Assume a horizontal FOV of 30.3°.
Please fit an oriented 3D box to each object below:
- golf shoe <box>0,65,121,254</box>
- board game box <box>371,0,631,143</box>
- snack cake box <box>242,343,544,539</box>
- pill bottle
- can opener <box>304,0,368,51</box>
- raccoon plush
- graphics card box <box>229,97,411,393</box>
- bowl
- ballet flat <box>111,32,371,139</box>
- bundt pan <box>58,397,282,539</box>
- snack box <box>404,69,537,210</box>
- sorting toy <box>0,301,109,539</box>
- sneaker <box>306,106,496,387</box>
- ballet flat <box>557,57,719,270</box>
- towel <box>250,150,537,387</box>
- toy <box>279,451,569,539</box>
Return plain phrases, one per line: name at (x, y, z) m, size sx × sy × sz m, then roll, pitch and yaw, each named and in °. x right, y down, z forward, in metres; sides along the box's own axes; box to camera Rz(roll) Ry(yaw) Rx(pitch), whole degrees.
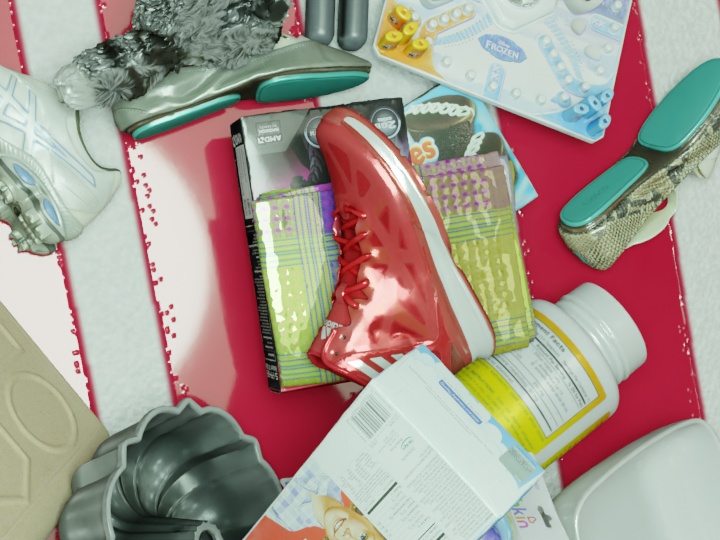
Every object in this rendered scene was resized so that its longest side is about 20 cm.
golf shoe at (-0.251, -0.113, 0.946) m, size 0.097 × 0.078 × 0.201 m, roll -39°, pitch 104°, yaw -30°
board game box at (0.125, -0.225, 1.043) m, size 0.199 × 0.026 × 0.201 m, roll 19°, pitch 72°, yaw -14°
snack cake box at (0.014, 0.159, 0.871) m, size 0.115 × 0.200 × 0.067 m, roll 46°, pitch 37°, yaw 11°
pill bottle at (0.118, 0.097, 1.009) m, size 0.200 × 0.109 × 0.110 m, roll -36°, pitch 97°, yaw -13°
can opener at (-0.012, -0.271, 1.005) m, size 0.053 × 0.067 × 0.202 m, roll 3°, pitch 87°, yaw -14°
raccoon plush at (-0.141, -0.211, 0.939) m, size 0.199 × 0.097 × 0.134 m, roll -20°, pitch 55°, yaw -15°
graphics card box at (-0.018, -0.019, 0.967) m, size 0.125 × 0.051 × 0.202 m, roll -8°, pitch 91°, yaw -15°
bowl at (0.219, 0.232, 1.026) m, size 0.199 × 0.074 × 0.201 m, roll -23°, pitch 96°, yaw -40°
ballet flat at (-0.089, -0.150, 0.983) m, size 0.199 × 0.067 × 0.064 m, roll -16°, pitch 86°, yaw -15°
bundt pan at (-0.132, 0.194, 0.916) m, size 0.202 × 0.075 × 0.203 m, roll 32°, pitch 50°, yaw -48°
snack box at (0.025, -0.053, 1.025) m, size 0.199 × 0.037 × 0.117 m, roll -34°, pitch 97°, yaw -13°
sorting toy at (-0.259, 0.087, 0.884) m, size 0.036 × 0.185 × 0.201 m, roll -31°, pitch 100°, yaw 18°
sneaker at (0.000, 0.000, 0.885) m, size 0.115 × 0.078 × 0.201 m, roll -33°, pitch 97°, yaw -14°
ballet flat at (0.243, -0.080, 1.078) m, size 0.200 × 0.068 × 0.075 m, roll -47°, pitch 122°, yaw -6°
towel at (0.028, 0.000, 0.943) m, size 0.199 × 0.023 × 0.145 m, roll -10°, pitch 93°, yaw -15°
toy at (0.043, 0.193, 0.941) m, size 0.116 × 0.199 × 0.047 m, roll 65°, pitch 34°, yaw -27°
